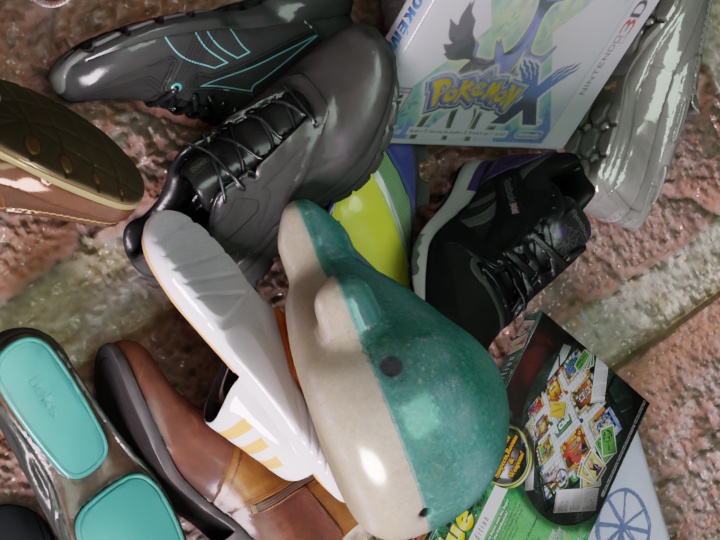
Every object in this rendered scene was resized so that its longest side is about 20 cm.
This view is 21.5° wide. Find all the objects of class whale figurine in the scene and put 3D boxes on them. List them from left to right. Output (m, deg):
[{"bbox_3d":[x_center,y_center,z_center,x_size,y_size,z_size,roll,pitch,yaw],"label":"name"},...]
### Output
[{"bbox_3d":[0.016,0.046,1.038,0.103,0.201,0.160,-20,143,-3],"label":"whale figurine"}]

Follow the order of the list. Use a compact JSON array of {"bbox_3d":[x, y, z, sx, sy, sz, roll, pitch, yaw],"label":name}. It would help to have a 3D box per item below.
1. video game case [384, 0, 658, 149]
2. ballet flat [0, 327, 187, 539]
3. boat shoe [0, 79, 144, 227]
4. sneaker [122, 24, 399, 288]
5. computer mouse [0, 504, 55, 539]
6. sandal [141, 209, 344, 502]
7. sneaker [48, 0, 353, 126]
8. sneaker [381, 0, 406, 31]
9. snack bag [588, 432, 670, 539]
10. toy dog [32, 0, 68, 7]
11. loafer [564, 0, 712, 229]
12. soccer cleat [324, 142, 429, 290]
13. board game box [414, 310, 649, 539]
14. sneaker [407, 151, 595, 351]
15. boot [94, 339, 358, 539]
[{"bbox_3d":[0.100,-0.150,1.146,0.199,0.022,0.183,-1,133,-44],"label":"video game case"},{"bbox_3d":[-0.155,0.122,1.083,0.068,0.068,0.201,-29,94,-24],"label":"ballet flat"},{"bbox_3d":[-0.220,-0.067,1.063,0.199,0.072,0.068,20,124,-21],"label":"boat shoe"},{"bbox_3d":[-0.056,-0.060,1.083,0.200,0.076,0.091,-51,149,10],"label":"sneaker"},{"bbox_3d":[-0.167,0.234,1.090,0.139,0.046,0.202,-2,90,-25],"label":"computer mouse"},{"bbox_3d":[-0.070,0.053,1.076,0.207,0.059,0.079,52,27,-23],"label":"sandal"},{"bbox_3d":[-0.085,-0.118,1.121,0.199,0.075,0.080,-15,98,-25],"label":"sneaker"},{"bbox_3d":[0.041,-0.201,1.182,0.100,0.075,0.200,-46,107,-20],"label":"sneaker"},{"bbox_3d":[0.135,0.223,1.238,0.199,0.021,0.190,-23,101,-34],"label":"snack bag"},{"bbox_3d":[-0.215,-0.151,1.003,0.131,0.096,0.201,10,54,-28],"label":"toy dog"},{"bbox_3d":[0.195,-0.125,1.265,0.070,0.070,0.201,28,81,-33],"label":"loafer"},{"bbox_3d":[0.000,0.000,1.149,0.083,0.065,0.202,9,68,-26],"label":"soccer cleat"},{"bbox_3d":[0.106,0.136,1.198,0.105,0.023,0.201,41,60,-20],"label":"board game box"},{"bbox_3d":[0.090,-0.016,1.140,0.076,0.087,0.201,63,29,-27],"label":"sneaker"},{"bbox_3d":[-0.043,0.083,1.145,0.200,0.068,0.189,-35,92,-28],"label":"boot"}]
